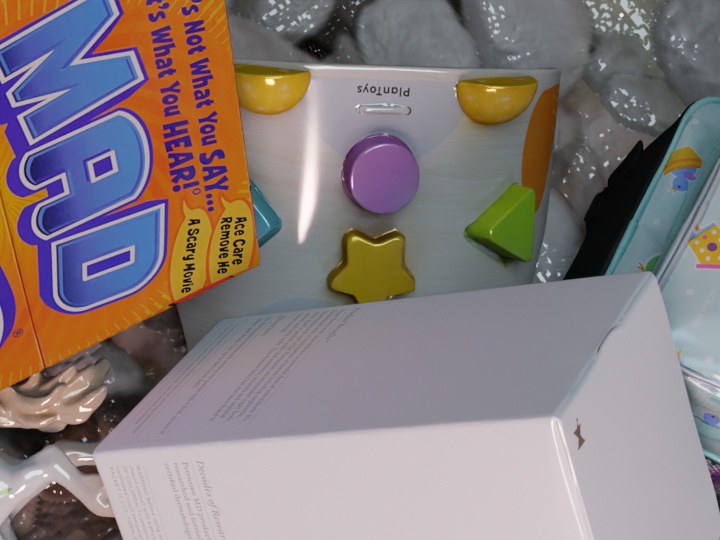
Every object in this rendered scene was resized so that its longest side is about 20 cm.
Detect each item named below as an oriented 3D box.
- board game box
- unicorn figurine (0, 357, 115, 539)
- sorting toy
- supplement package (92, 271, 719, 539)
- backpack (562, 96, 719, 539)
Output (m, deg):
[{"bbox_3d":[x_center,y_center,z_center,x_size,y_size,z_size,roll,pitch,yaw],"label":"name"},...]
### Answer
[{"bbox_3d":[-0.178,-0.089,0.937,0.199,0.201,0.200,-26,53,-17],"label":"board game box"},{"bbox_3d":[-0.153,0.139,1.001,0.136,0.074,0.201,0,63,-3],"label":"unicorn figurine"},{"bbox_3d":[0.000,0.000,1.061,0.198,0.107,0.182,1,96,-12],"label":"sorting toy"},{"bbox_3d":[0.021,0.087,0.950,0.121,0.199,0.121,-47,124,-54],"label":"supplement package"},{"bbox_3d":[0.190,0.038,1.052,0.199,0.153,0.176,34,64,-8],"label":"backpack"}]
